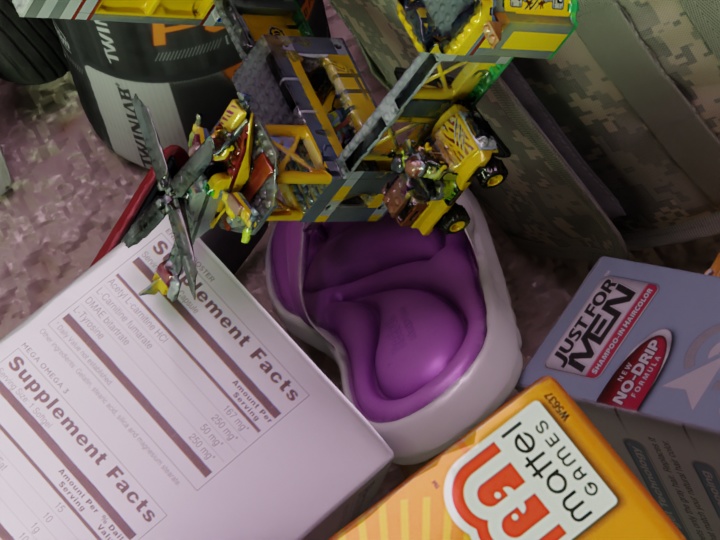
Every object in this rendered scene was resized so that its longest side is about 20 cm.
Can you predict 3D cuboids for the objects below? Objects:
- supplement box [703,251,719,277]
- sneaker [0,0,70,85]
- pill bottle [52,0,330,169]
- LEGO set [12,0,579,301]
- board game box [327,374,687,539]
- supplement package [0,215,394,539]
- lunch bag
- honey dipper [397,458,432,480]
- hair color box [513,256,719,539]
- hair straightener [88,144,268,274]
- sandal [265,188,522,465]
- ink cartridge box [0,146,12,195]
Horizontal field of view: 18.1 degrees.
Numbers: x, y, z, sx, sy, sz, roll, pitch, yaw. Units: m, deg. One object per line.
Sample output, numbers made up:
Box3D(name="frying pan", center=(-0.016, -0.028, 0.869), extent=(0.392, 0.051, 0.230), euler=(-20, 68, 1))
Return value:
Box3D(name="supplement box", center=(0.212, 0.038, 0.748), extent=(0.199, 0.069, 0.067), euler=(24, 59, 22))
Box3D(name="sneaker", center=(-0.150, -0.154, 0.952), extent=(0.088, 0.074, 0.201), euler=(-11, 51, 20))
Box3D(name="pill bottle", center=(-0.075, -0.137, 0.836), extent=(0.105, 0.201, 0.107), euler=(-5, 52, 7))
Box3D(name="LEGO set", center=(-0.040, -0.103, 0.668), extent=(0.115, 0.154, 0.201), euler=(-2, 62, -40))
Box3D(name="board game box", center=(0.018, 0.187, 0.552), extent=(0.199, 0.200, 0.200), euler=(-36, 77, -17))
Box3D(name="supplement package", center=(-0.101, 0.096, 0.710), extent=(0.200, 0.114, 0.110), euler=(-40, 79, -19))
Box3D(name="lunch bag", center=(0.082, -0.094, 0.762), extent=(0.199, 0.164, 0.118), euler=(-21, 31, 35))
Box3D(name="honey dipper", center=(0.031, 0.087, 0.763), extent=(0.038, 0.038, 0.201), euler=(-19, 50, -5))
Box3D(name="hair color box", center=(0.154, 0.063, 0.679), extent=(0.199, 0.099, 0.061), euler=(11, 54, 42))
Box3D(name="hair straightener", center=(-0.085, 0.045, 0.806), extent=(0.076, 0.041, 0.201), euler=(20, 60, 23))
Box3D(name="sandal", center=(0.006, -0.005, 0.770), extent=(0.082, 0.050, 0.203), euler=(-38, 26, 0))
Box3D(name="ink cartridge box", center=(-0.240, -0.103, 0.912), extent=(0.144, 0.084, 0.201), euler=(-21, 54, -6))
